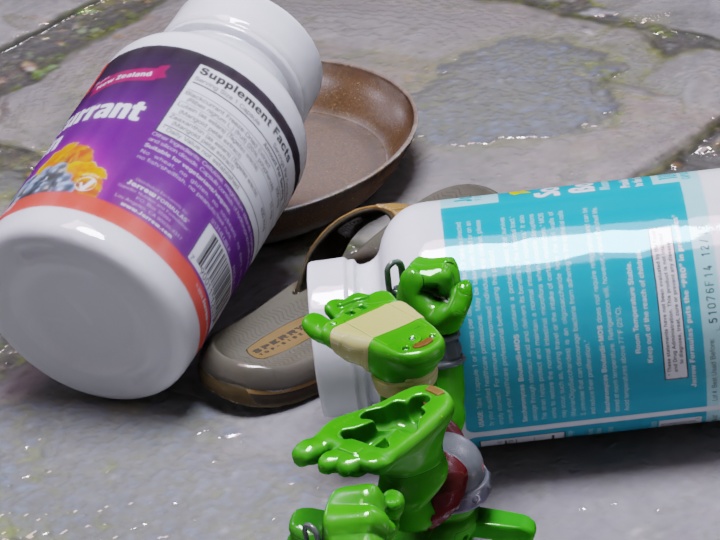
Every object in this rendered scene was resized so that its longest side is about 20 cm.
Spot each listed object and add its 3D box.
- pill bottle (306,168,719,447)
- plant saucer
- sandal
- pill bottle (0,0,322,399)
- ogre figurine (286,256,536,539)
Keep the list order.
[{"bbox_3d":[0.079,0.019,1.291,0.199,0.111,0.111,-6,27,2],"label":"pill bottle"},{"bbox_3d":[-0.067,-0.059,1.565,0.200,0.032,0.200,-6,27,3],"label":"plant saucer"},{"bbox_3d":[0.000,0.000,1.409,0.200,0.055,0.082,-28,34,-34],"label":"sandal"},{"bbox_3d":[-0.093,-0.044,1.412,0.111,0.112,0.200,6,44,25],"label":"pill bottle"},{"bbox_3d":[0.018,0.090,1.162,0.098,0.120,0.200,-11,28,-6],"label":"ogre figurine"}]
